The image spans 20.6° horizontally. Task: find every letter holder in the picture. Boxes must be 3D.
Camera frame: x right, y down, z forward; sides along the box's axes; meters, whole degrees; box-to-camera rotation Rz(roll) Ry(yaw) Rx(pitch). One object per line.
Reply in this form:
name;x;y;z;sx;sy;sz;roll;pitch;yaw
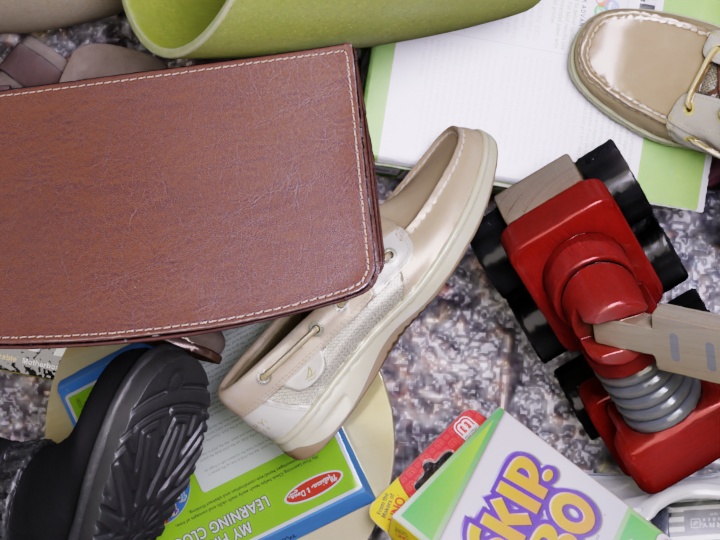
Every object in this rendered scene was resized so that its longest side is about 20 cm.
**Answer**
letter holder;-0.089;-0.012;0.964;0.198;0.101;0.143;-8;61;2

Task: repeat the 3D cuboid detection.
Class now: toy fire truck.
toy fire truck;0.161;0.045;1.023;0.128;0.201;0.177;-30;122;7

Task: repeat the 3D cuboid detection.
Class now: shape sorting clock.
shape sorting clock;-0.078;0.093;1.094;0.198;0.039;0.202;0;90;12

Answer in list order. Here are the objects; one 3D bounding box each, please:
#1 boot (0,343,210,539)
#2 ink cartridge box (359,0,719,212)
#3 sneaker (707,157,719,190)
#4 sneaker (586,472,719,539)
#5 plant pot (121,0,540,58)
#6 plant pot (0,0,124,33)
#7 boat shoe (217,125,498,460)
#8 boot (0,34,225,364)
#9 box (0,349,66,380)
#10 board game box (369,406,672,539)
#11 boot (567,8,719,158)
boot;-0.179;0.100;1.060;0.157;0.079;0.213;34;115;22
ink cartridge box;0.101;-0.115;1.125;0.198;0.076;0.150;10;87;-5
sneaker;0.277;-0.011;1.116;0.200;0.076;0.116;41;95;15
sneaker;0.144;0.145;1.107;0.198;0.071;0.074;-10;86;2
plant pot;0.002;-0.188;0.999;0.198;0.187;0.189;5;86;-30
plant pot;-0.172;-0.213;1.093;0.133;0.200;0.202;21;88;-8
boat shoe;0.000;0.000;1.036;0.065;0.072;0.201;36;83;-16
boot;-0.138;-0.047;1.074;0.198;0.070;0.147;20;77;15
box;-0.133;-0.010;1.143;0.198;0.049;0.162;11;89;3
board game box;0.106;0.154;1.045;0.199;0.030;0.095;36;58;21
boot;0.202;-0.092;1.013;0.198;0.155;0.073;24;90;6
